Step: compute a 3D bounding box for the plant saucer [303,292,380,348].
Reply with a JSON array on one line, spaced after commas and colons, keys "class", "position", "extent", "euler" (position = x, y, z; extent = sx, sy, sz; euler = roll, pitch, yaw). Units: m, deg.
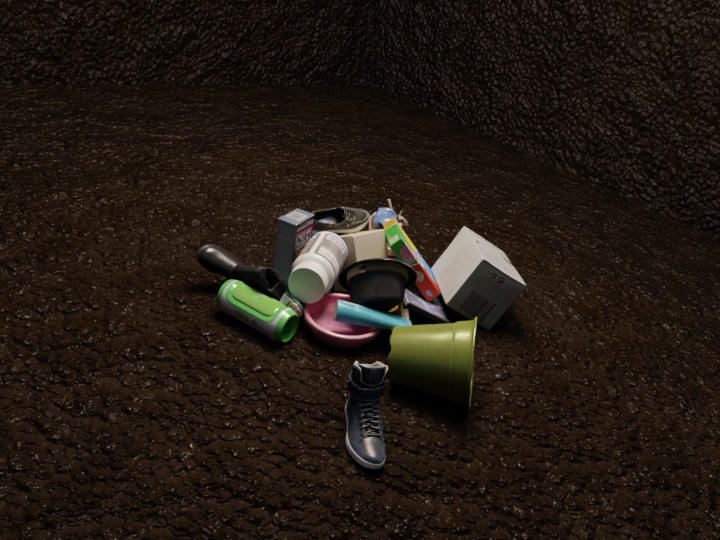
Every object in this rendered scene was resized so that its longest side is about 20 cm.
[{"class": "plant saucer", "position": [-0.046, 0.128, 1.601], "extent": [0.196, 0.052, 0.202], "euler": [10, 28, -5]}]

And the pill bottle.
[{"class": "pill bottle", "position": [-0.107, -0.008, 1.627], "extent": [0.111, 0.116, 0.201], "euler": [16, 29, 6]}]

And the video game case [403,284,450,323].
[{"class": "video game case", "position": [0.163, 0.069, 1.790], "extent": [0.141, 0.019, 0.201], "euler": [27, 22, -22]}]

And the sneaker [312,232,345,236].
[{"class": "sneaker", "position": [-0.091, -0.097, 1.838], "extent": [0.198, 0.085, 0.076], "euler": [-30, 77, -31]}]

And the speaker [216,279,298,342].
[{"class": "speaker", "position": [-0.244, 0.095, 1.538], "extent": [0.197, 0.090, 0.088], "euler": [25, 29, 23]}]

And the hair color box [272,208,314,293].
[{"class": "hair color box", "position": [-0.179, -0.049, 1.709], "extent": [0.060, 0.204, 0.099], "euler": [20, 27, 19]}]

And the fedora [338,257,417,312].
[{"class": "fedora", "position": [0.042, 0.049, 1.594], "extent": [0.196, 0.201, 0.093], "euler": [7, 62, -11]}]

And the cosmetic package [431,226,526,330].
[{"class": "cosmetic package", "position": [0.320, 0.019, 1.796], "extent": [0.163, 0.166, 0.201], "euler": [29, 21, -22]}]

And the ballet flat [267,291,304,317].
[{"class": "ballet flat", "position": [-0.206, 0.077, 1.617], "extent": [0.071, 0.070, 0.200], "euler": [-33, 35, -14]}]

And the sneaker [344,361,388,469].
[{"class": "sneaker", "position": [0.016, 0.267, 1.261], "extent": [0.075, 0.149, 0.203], "euler": [6, 29, -16]}]

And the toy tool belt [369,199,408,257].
[{"class": "toy tool belt", "position": [0.092, -0.142, 2.095], "extent": [0.122, 0.125, 0.201], "euler": [6, 28, -12]}]

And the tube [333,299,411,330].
[{"class": "tube", "position": [0.034, 0.114, 1.561], "extent": [0.196, 0.051, 0.078], "euler": [12, 22, -10]}]

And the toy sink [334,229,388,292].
[{"class": "toy sink", "position": [0.000, 0.000, 1.772], "extent": [0.111, 0.205, 0.129], "euler": [-3, 9, 45]}]

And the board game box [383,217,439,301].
[{"class": "board game box", "position": [0.139, -0.032, 1.785], "extent": [0.040, 0.201, 0.154], "euler": [-32, 25, 11]}]

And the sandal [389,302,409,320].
[{"class": "sandal", "position": [0.078, 0.080, 1.696], "extent": [0.068, 0.079, 0.214], "euler": [0, 45, -9]}]

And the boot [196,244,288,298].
[{"class": "boot", "position": [-0.290, 0.001, 1.592], "extent": [0.164, 0.067, 0.198], "euler": [32, -10, -40]}]

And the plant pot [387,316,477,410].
[{"class": "plant pot", "position": [0.159, 0.194, 1.444], "extent": [0.186, 0.204, 0.201], "euler": [6, 25, 12]}]

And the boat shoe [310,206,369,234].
[{"class": "boat shoe", "position": [-0.058, -0.147, 1.786], "extent": [0.196, 0.066, 0.071], "euler": [-6, 66, -23]}]
